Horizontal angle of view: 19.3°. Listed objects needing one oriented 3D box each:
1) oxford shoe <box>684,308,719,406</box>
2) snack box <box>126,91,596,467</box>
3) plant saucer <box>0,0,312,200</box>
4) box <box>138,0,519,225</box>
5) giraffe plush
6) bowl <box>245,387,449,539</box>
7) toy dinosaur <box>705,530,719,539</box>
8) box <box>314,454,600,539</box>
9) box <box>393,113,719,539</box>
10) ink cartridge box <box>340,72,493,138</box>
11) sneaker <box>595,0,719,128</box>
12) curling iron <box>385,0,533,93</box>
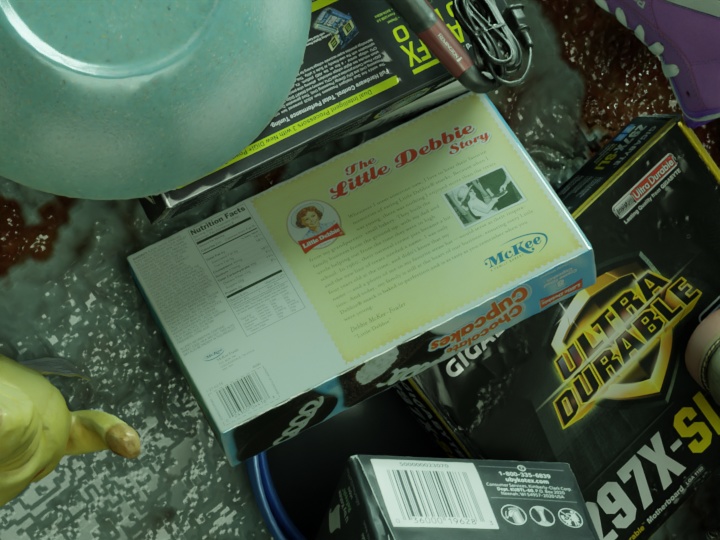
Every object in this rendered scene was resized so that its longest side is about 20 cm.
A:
[{"bbox_3d":[0.266,0.061,1.074,0.200,0.074,0.071,-1,123,-16],"label":"oxford shoe"},{"bbox_3d":[0.000,0.000,1.035,0.200,0.116,0.037,-26,147,-8],"label":"snack box"},{"bbox_3d":[-0.115,-0.133,0.949,0.201,0.039,0.201,3,78,-15],"label":"plant saucer"},{"bbox_3d":[-0.045,-0.136,1.012,0.200,0.044,0.160,-27,89,-18],"label":"box"},{"bbox_3d":[-0.218,0.104,0.967,0.200,0.172,0.162,22,97,-55],"label":"giraffe plush"},{"bbox_3d":[0.033,0.080,1.105,0.200,0.039,0.201,-2,95,-21],"label":"bowl"},{"bbox_3d":[0.254,0.141,1.153,0.136,0.200,0.102,-23,69,2],"label":"toy dinosaur"},{"bbox_3d":[0.031,0.196,1.028,0.122,0.106,0.200,6,129,-22],"label":"box"},{"bbox_3d":[0.130,0.043,1.094,0.200,0.049,0.160,-42,109,-15],"label":"box"},{"bbox_3d":[-0.038,-0.163,1.068,0.162,0.050,0.200,-18,82,-19],"label":"ink cartridge box"},{"bbox_3d":[0.144,-0.131,1.064,0.073,0.200,0.114,-17,117,-44],"label":"sneaker"},{"bbox_3d":[0.004,-0.157,0.995,0.200,0.026,0.050,43,51,0],"label":"curling iron"}]
